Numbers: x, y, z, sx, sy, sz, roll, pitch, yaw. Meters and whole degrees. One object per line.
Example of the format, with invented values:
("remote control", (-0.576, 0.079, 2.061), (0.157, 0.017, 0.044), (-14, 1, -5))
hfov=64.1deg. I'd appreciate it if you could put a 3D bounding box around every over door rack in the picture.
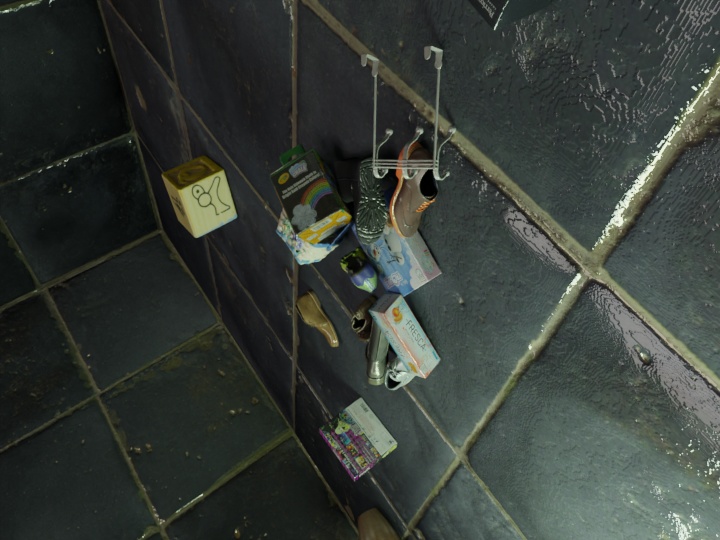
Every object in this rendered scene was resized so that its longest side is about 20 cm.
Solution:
("over door rack", (0.081, -0.258, 0.952), (0.145, 0.066, 0.207), (9, 113, 40))

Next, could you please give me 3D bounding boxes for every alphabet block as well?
("alphabet block", (-0.600, -0.279, 2.151), (0.195, 0.192, 0.205), (32, 143, 43))

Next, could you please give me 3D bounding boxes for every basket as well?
("basket", (-0.111, -0.124, 1.431), (0.178, 0.137, 0.201), (50, 119, 20))

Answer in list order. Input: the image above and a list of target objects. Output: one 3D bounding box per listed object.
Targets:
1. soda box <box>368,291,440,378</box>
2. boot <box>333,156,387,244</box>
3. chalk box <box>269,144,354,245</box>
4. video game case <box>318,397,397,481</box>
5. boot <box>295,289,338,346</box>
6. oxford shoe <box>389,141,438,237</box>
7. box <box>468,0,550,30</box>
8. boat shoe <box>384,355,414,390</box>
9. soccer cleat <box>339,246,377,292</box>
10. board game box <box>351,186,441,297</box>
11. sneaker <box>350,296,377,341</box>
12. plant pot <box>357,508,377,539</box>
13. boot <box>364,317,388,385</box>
("soda box", (0.102, 0.148, 1.308), (0.068, 0.063, 0.203), (7, 134, 56))
("boot", (-0.009, -0.150, 1.191), (0.199, 0.063, 0.171), (-156, 68, -68))
("chalk box", (-0.118, -0.185, 1.315), (0.205, 0.122, 0.124), (65, -171, 13))
("video game case", (-0.008, 0.535, 1.839), (0.200, 0.178, 0.036), (45, 152, 29))
("boot", (-0.141, 0.167, 1.848), (0.203, 0.074, 0.074), (57, 153, 7))
("oxford shoe", (0.102, -0.132, 1.064), (0.072, 0.070, 0.204), (39, 147, 32))
("box", (0.155, -0.416, 0.622), (0.203, 0.102, 0.183), (55, 154, 14))
("boat shoe", (0.104, 0.254, 1.455), (0.071, 0.070, 0.203), (51, 154, 19))
("soccer cleat", (-0.001, 0.001, 1.351), (0.084, 0.064, 0.201), (52, -176, -16))
("board game box", (0.071, -0.048, 1.242), (0.203, 0.043, 0.200), (59, 156, 4))
("sneaker", (-0.001, 0.139, 1.538), (0.071, 0.074, 0.202), (49, 152, 23))
("plant pot", (0.067, 1.062, 2.276), (0.190, 0.181, 0.203), (92, 155, -49))
("boot", (0.047, 0.160, 1.457), (0.183, 0.070, 0.206), (-96, 6, -63))
